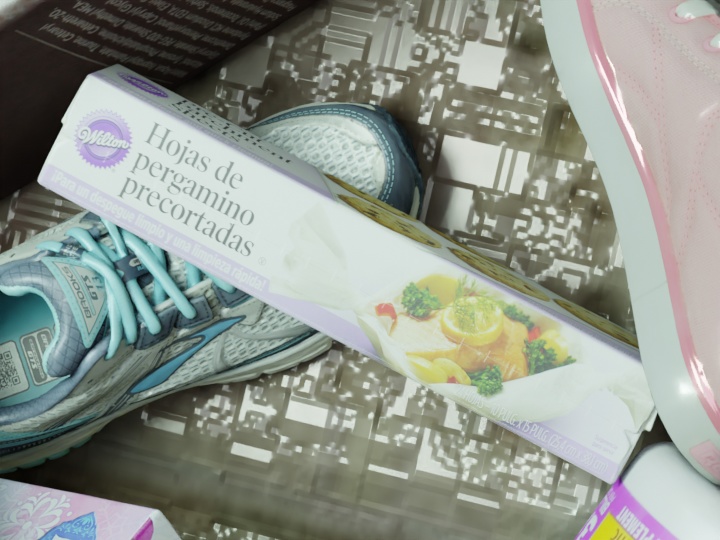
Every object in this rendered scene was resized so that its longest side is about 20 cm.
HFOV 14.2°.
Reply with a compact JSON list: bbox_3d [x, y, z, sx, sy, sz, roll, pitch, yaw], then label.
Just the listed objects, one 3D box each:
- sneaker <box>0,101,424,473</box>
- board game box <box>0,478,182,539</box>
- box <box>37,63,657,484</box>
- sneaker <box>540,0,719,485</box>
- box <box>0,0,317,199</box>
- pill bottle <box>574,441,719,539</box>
[{"bbox_3d":[-0.070,0.010,0.937,0.200,0.086,0.078,-31,80,11],"label":"sneaker"},{"bbox_3d":[-0.172,0.142,0.879,0.199,0.041,0.200,5,46,47],"label":"board game box"},{"bbox_3d":[0.000,0.000,0.883,0.200,0.041,0.039,28,101,4],"label":"box"},{"bbox_3d":[0.124,-0.043,0.866,0.105,0.075,0.200,-30,57,29],"label":"sneaker"},{"bbox_3d":[-0.123,-0.133,0.918,0.200,0.164,0.166,-31,80,12],"label":"box"},{"bbox_3d":[0.074,0.159,0.882,0.104,0.104,0.200,36,96,14],"label":"pill bottle"}]
